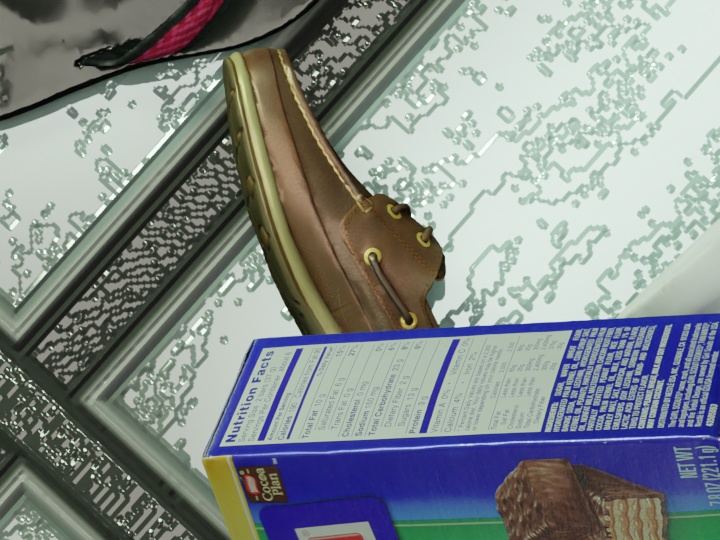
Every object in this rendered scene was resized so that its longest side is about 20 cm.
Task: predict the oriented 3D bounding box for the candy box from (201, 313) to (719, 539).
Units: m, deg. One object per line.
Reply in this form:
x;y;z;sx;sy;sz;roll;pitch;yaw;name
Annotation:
0.061;0.107;0.953;0.199;0.077;0.170;-4;124;23;candy box

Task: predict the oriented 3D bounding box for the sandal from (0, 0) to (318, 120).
-0.090;-0.117;1.060;0.199;0.045;0.075;-25;84;-1;sandal

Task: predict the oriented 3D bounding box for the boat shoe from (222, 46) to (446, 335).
0.000;0.000;1.038;0.067;0.072;0.201;-22;91;-5;boat shoe

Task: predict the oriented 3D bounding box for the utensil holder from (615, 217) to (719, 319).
0.223;0.039;0.979;0.170;0.170;0.200;-42;88;-2;utensil holder
